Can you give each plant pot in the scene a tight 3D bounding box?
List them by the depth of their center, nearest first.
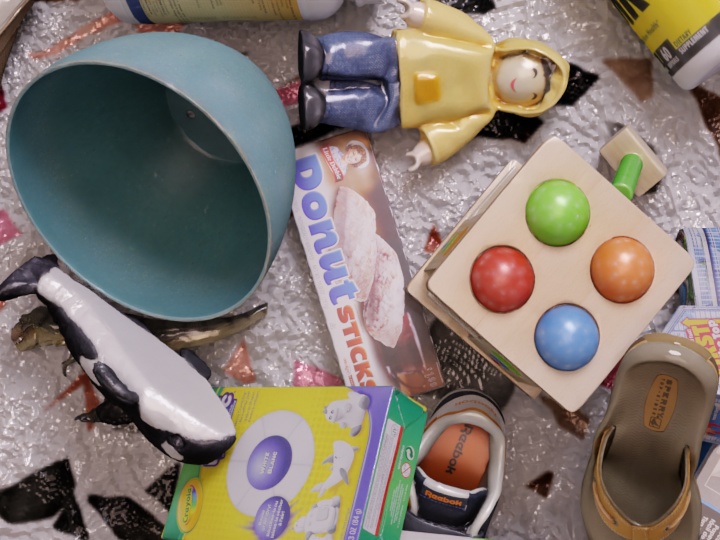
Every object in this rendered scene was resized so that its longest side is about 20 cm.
[{"bbox_3d":[-0.124,-0.084,0.834,0.199,0.135,0.201,14,130,17],"label":"plant pot"}]

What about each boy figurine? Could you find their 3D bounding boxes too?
[{"bbox_3d":[0.053,-0.131,0.858,0.198,0.064,0.125,0,106,-8],"label":"boy figurine"}]

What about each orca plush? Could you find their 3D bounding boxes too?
[{"bbox_3d":[-0.178,0.078,0.831,0.199,0.105,0.071,34,109,2],"label":"orca plush"}]

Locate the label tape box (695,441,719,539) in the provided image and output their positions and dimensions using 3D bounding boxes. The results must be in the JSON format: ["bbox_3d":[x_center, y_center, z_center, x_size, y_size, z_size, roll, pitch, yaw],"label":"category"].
[{"bbox_3d":[0.319,0.181,0.829,0.199,0.063,0.145,30,90,6],"label":"label tape box"}]

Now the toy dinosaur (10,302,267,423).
[{"bbox_3d":[-0.169,0.068,0.888,0.198,0.047,0.089,-1,80,2],"label":"toy dinosaur"}]

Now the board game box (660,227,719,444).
[{"bbox_3d":[0.271,0.044,0.792,0.198,0.062,0.201,1,52,4],"label":"board game box"}]

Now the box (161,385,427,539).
[{"bbox_3d":[-0.056,0.138,0.813,0.199,0.048,0.118,-7,59,40],"label":"box"}]

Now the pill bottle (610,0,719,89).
[{"bbox_3d":[0.211,-0.238,0.837,0.114,0.114,0.200,-37,84,2],"label":"pill bottle"}]

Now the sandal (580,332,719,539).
[{"bbox_3d":[0.181,0.131,0.751,0.080,0.054,0.201,10,126,13],"label":"sandal"}]

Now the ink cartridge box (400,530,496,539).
[{"bbox_3d":[0.072,0.287,0.800,0.144,0.084,0.201,4,109,6],"label":"ink cartridge box"}]

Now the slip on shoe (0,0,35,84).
[{"bbox_3d":[-0.301,-0.144,0.906,0.061,0.076,0.201,41,81,-34],"label":"slip on shoe"}]

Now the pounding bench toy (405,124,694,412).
[{"bbox_3d":[0.146,-0.025,0.800,0.124,0.156,0.200,40,86,-1],"label":"pounding bench toy"}]

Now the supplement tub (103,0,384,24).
[{"bbox_3d":[-0.082,-0.250,0.848,0.198,0.144,0.146,0,87,5],"label":"supplement tub"}]

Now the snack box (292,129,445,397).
[{"bbox_3d":[0.000,0.000,0.885,0.071,0.024,0.201,-17,85,2],"label":"snack box"}]

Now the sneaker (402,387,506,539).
[{"bbox_3d":[0.051,0.182,0.845,0.078,0.079,0.201,14,89,5],"label":"sneaker"}]
